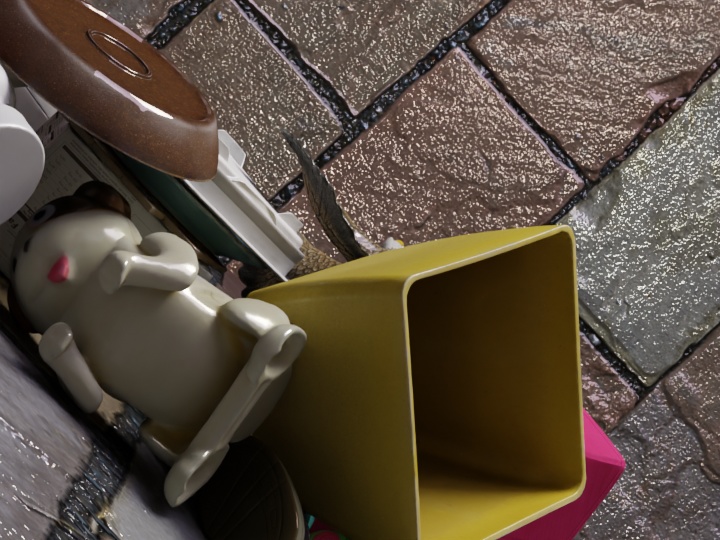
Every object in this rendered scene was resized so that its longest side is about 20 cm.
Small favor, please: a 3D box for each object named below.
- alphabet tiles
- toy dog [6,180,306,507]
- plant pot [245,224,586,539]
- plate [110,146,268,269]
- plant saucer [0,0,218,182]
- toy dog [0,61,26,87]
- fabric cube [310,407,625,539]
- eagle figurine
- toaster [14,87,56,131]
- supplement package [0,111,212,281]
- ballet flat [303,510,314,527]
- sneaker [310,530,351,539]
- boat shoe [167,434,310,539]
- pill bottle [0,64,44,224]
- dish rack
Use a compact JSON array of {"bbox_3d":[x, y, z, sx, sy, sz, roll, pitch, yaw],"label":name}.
[{"bbox_3d":[-0.176,-0.077,1.627,0.200,0.008,0.167,48,1,13],"label":"alphabet tiles"},{"bbox_3d":[-0.141,0.027,1.435,0.200,0.140,0.194,37,18,7],"label":"toy dog"},{"bbox_3d":[0.027,0.077,1.535,0.176,0.201,0.200,5,15,38],"label":"plant pot"},{"bbox_3d":[-0.145,-0.068,1.655,0.200,0.026,0.200,46,2,-2],"label":"plate"},{"bbox_3d":[-0.170,-0.134,1.471,0.200,0.035,0.200,36,14,-10],"label":"plant saucer"},{"bbox_3d":[-0.290,-0.191,1.707,0.132,0.199,0.097,136,-45,-77],"label":"toy dog"},{"bbox_3d":[0.058,0.158,1.826,0.199,0.200,0.196,19,23,-44],"label":"fabric cube"},{"bbox_3d":[0.000,-0.001,1.698,0.199,0.152,0.151,23,-5,-1],"label":"eagle figurine"},{"bbox_3d":[-0.244,-0.070,1.871,0.129,0.114,0.200,53,2,36],"label":"toaster"},{"bbox_3d":[-0.209,-0.028,1.669,0.156,0.111,0.200,47,2,-12],"label":"supplement package"},{"bbox_3d":[-0.066,0.180,1.634,0.062,0.068,0.200,20,-4,2],"label":"ballet flat"},{"bbox_3d":[-0.007,0.231,1.534,0.200,0.084,0.077,14,42,-57],"label":"sneaker"},{"bbox_3d":[-0.077,0.152,1.492,0.066,0.072,0.201,40,1,-37],"label":"boat shoe"},{"bbox_3d":[-0.292,-0.117,1.402,0.200,0.116,0.116,48,1,30],"label":"pill bottle"},{"bbox_3d":[-0.117,-0.086,1.649,0.172,0.044,0.200,47,2,-39],"label":"dish rack"}]
